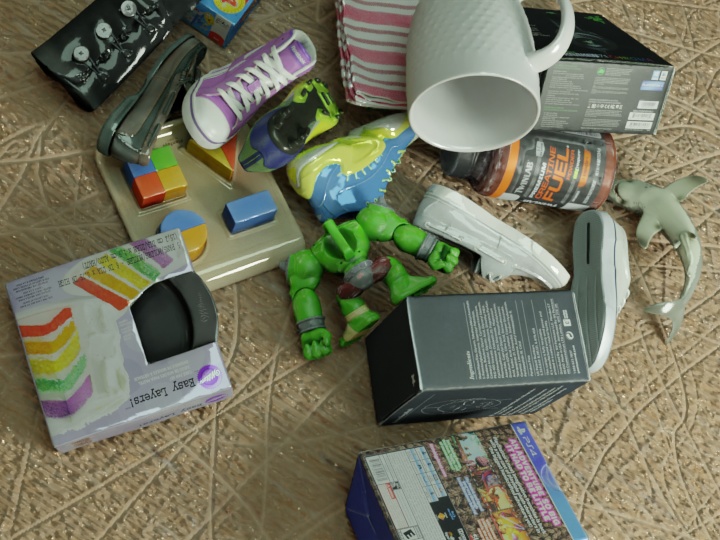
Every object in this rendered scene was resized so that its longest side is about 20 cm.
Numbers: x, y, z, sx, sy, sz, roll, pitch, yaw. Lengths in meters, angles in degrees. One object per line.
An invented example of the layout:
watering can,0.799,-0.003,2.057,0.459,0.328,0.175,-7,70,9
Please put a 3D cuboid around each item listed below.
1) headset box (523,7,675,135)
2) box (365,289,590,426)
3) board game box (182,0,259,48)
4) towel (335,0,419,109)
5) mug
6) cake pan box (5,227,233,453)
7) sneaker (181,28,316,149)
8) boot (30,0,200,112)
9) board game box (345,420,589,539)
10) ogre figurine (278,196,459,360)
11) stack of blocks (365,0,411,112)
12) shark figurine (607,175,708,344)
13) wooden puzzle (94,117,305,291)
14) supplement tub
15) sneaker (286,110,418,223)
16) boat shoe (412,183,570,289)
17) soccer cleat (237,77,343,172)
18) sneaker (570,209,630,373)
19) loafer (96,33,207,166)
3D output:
headset box,0.251,-0.248,1.549,0.174,0.093,0.200,0,29,-21
box,0.125,0.097,1.397,0.199,0.148,0.107,-2,71,-20
board game box,-0.190,-0.402,1.529,0.196,0.056,0.200,32,64,-5
towel,0.045,-0.284,1.512,0.146,0.030,0.201,1,70,-20
mug,0.146,-0.254,1.421,0.148,0.200,0.176,36,44,-48
cake pan box,-0.245,0.070,1.313,0.199,0.052,0.185,-17,79,-8
sneaker,-0.117,-0.214,1.412,0.073,0.114,0.201,53,38,-17
boot,-0.292,-0.300,1.421,0.165,0.066,0.200,43,85,-1
board game box,0.107,0.263,1.326,0.199,0.097,0.160,-7,46,-20
ogre figurine,0.000,0.000,1.415,0.200,0.098,0.120,-37,78,15
stack of blocks,0.061,-0.296,1.572,0.115,0.059,0.201,1,70,-18
shark figurine,0.392,-0.028,1.579,0.128,0.090,0.215,-20,66,10
wooden puzzle,-0.176,-0.082,1.419,0.185,0.046,0.200,-20,78,-24
supplement tub,0.200,-0.134,1.534,0.199,0.107,0.107,7,68,-16
sneaker,0.009,-0.116,1.492,0.200,0.076,0.105,-25,98,-25
boat shoe,0.152,-0.025,1.501,0.200,0.072,0.069,33,85,-12
soccer cleat,-0.082,-0.166,1.449,0.065,0.084,0.200,54,28,-9
sneaker,0.293,0.028,1.525,0.071,0.073,0.201,18,74,-37
loafer,-0.218,-0.186,1.418,0.063,0.072,0.200,29,53,4
